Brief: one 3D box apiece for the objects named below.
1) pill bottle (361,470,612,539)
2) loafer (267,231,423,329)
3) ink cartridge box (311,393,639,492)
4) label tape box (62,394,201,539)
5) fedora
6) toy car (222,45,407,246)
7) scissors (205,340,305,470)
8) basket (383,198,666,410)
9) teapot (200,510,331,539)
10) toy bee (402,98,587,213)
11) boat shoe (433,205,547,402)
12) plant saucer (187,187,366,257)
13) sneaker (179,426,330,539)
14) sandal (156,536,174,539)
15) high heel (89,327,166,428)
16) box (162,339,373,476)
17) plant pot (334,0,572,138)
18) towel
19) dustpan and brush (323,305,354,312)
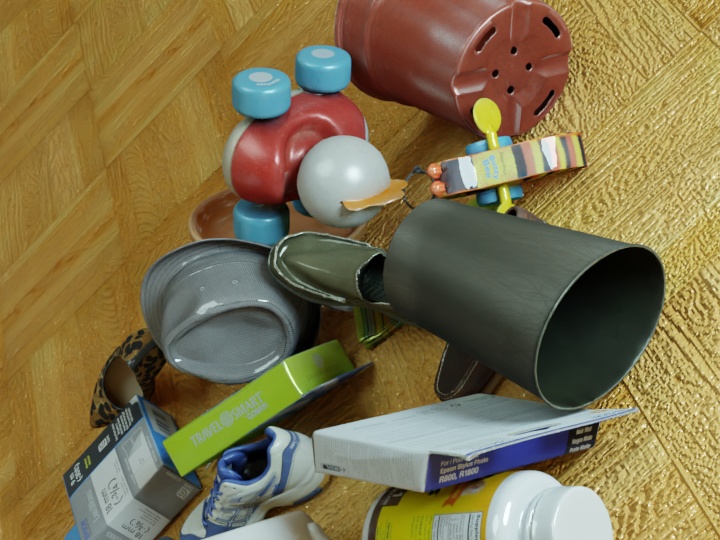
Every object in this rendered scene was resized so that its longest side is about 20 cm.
[{"bbox_3d":[0.103,0.221,1.239,0.200,0.109,0.110,-13,51,44],"label":"pill bottle"},{"bbox_3d":[0.000,0.000,1.510,0.199,0.070,0.075,14,72,14],"label":"loafer"},{"bbox_3d":[0.095,0.143,1.258,0.200,0.199,0.041,0,97,53],"label":"ink cartridge box"},{"bbox_3d":[-0.280,0.261,1.706,0.200,0.063,0.144,-47,34,8],"label":"label tape box"},{"bbox_3d":[-0.140,0.059,1.583,0.199,0.177,0.090,-6,27,8],"label":"fedora"},{"bbox_3d":[-0.022,-0.106,1.573,0.200,0.185,0.177,27,38,34],"label":"toy car"},{"bbox_3d":[-0.109,0.133,1.658,0.073,0.014,0.200,6,63,50],"label":"scissors"},{"bbox_3d":[0.130,0.017,1.305,0.180,0.136,0.200,-25,35,-38],"label":"basket"},{"bbox_3d":[-0.107,0.311,1.385,0.200,0.197,0.146,-33,72,59],"label":"teapot"},{"bbox_3d":[0.117,-0.087,1.482,0.200,0.109,0.131,-37,77,25],"label":"toy bee"},{"bbox_3d":[0.118,0.034,1.426,0.070,0.070,0.200,11,70,53],"label":"boat shoe"},{"bbox_3d":[-0.091,-0.045,1.689,0.199,0.038,0.200,-2,28,1],"label":"plant saucer"},{"bbox_3d":[-0.125,0.217,1.537,0.200,0.088,0.075,-38,38,23],"label":"sneaker"},{"bbox_3d":[-0.178,0.331,1.550,0.076,0.043,0.200,-45,24,-1],"label":"sandal"},{"bbox_3d":[-0.281,0.132,1.754,0.200,0.071,0.143,-49,-2,23],"label":"high heel"},{"bbox_3d":[-0.095,0.135,1.553,0.200,0.122,0.048,-34,83,27],"label":"box"},{"bbox_3d":[0.106,-0.238,1.591,0.201,0.201,0.195,-52,42,2],"label":"plant pot"},{"bbox_3d":[0.069,-0.005,1.565,0.200,0.018,0.086,-39,37,20],"label":"towel"},{"bbox_3d":[-0.086,0.014,1.680,0.200,0.057,0.140,27,57,25],"label":"dustpan and brush"}]
